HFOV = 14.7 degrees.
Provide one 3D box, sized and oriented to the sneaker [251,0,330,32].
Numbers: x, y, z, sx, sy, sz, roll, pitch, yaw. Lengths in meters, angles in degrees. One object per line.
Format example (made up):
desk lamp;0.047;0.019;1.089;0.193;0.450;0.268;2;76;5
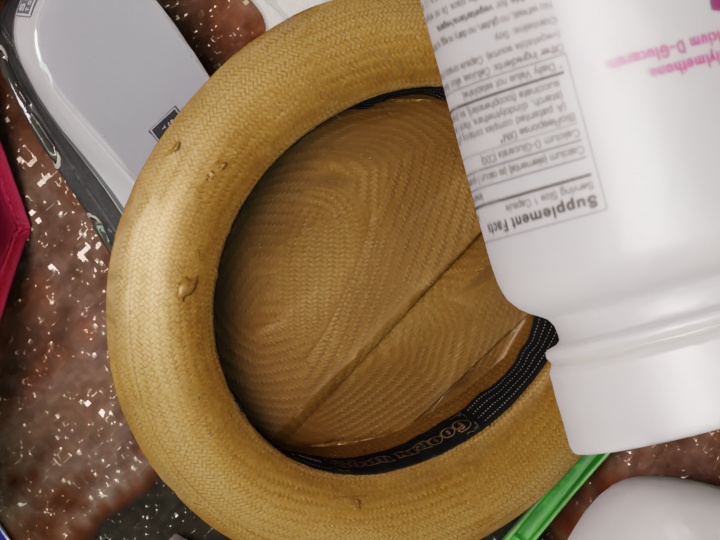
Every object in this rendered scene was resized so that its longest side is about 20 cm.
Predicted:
sneaker;-0.042;-0.149;0.962;0.081;0.075;0.201;-27;92;23

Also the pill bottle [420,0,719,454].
pill bottle;0.085;-0.052;0.862;0.113;0.113;0.201;-15;90;13

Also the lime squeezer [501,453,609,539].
lime squeezer;0.121;0.026;0.957;0.038;0.071;0.200;33;122;-21

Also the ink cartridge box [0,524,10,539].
ink cartridge box;-0.235;0.124;1.061;0.199;0.037;0.095;-34;91;12

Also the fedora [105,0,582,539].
fedora;0.000;0.000;0.943;0.199;0.082;0.202;-3;98;-22

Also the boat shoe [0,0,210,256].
boat shoe;-0.060;-0.022;0.990;0.069;0.057;0.201;-38;107;-23

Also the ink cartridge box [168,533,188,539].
ink cartridge box;-0.024;0.210;1.004;0.199;0.085;0.146;29;103;2

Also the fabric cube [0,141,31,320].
fabric cube;-0.244;-0.019;0.923;0.198;0.201;0.197;-5;129;12

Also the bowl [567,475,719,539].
bowl;0.142;0.178;0.921;0.199;0.075;0.201;21;77;-3
